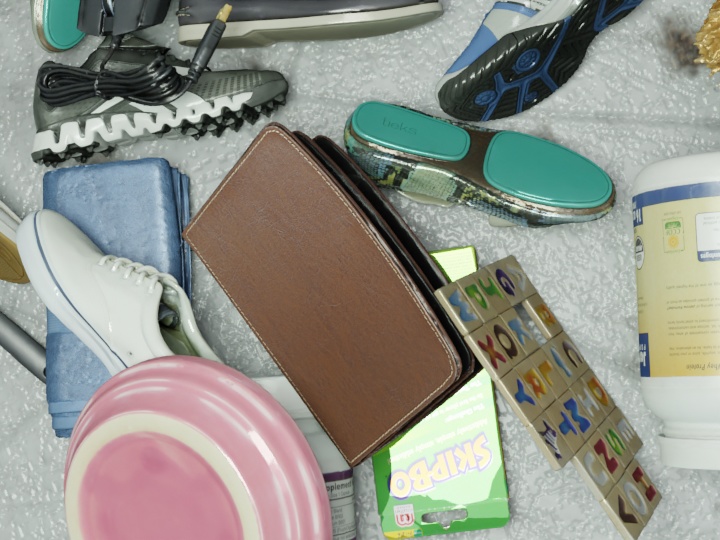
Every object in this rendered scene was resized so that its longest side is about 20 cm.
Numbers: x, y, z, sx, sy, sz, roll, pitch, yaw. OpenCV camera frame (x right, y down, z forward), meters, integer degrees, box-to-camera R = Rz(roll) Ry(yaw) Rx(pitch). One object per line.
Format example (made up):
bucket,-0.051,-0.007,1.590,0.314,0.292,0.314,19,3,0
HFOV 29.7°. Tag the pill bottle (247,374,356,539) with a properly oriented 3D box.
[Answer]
pill bottle,-0.058,0.174,0.947,0.111,0.112,0.202,-4,86,6

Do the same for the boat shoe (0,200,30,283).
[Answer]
boat shoe,-0.311,-0.071,1.012,0.199,0.071,0.069,38,49,-4

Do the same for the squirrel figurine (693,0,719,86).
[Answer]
squirrel figurine,0.291,-0.209,0.891,0.140,0.187,0.202,6,88,6

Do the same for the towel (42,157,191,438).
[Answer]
towel,-0.179,0.021,1.002,0.111,0.049,0.202,-3,87,7

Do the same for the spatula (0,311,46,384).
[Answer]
spatula,-0.299,0.019,1.029,0.200,0.021,0.057,42,88,6

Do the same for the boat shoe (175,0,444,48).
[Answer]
boat shoe,-0.039,-0.201,0.987,0.198,0.073,0.063,-3,90,11

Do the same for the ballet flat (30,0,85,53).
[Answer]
ballet flat,-0.214,-0.262,1.023,0.063,0.067,0.202,17,88,34

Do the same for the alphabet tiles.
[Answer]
alphabet tiles,0.133,0.083,0.906,0.008,0.167,0.201,-37,83,22

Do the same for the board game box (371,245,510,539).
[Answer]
board game box,0.050,0.089,0.982,0.095,0.030,0.202,-8,83,8

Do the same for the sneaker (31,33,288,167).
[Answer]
sneaker,-0.154,-0.138,0.998,0.198,0.066,0.091,-10,88,8

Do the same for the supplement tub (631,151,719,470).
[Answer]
supplement tub,0.256,0.027,0.903,0.143,0.144,0.202,-2,86,6

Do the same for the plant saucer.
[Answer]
plant saucer,-0.115,0.157,0.865,0.199,0.051,0.203,6,103,27

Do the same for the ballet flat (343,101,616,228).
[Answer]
ballet flat,0.083,-0.067,0.971,0.198,0.074,0.075,20,89,11

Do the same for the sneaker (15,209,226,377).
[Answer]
sneaker,-0.155,0.024,0.929,0.071,0.073,0.200,-46,78,20

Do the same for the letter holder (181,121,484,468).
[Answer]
letter holder,0.000,0.000,0.900,0.201,0.100,0.142,53,134,9

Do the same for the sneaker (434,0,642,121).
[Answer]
sneaker,0.130,-0.186,0.976,0.200,0.076,0.077,-41,57,5

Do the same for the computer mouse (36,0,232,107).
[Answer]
computer mouse,-0.145,-0.201,0.957,0.139,0.046,0.201,8,60,30
